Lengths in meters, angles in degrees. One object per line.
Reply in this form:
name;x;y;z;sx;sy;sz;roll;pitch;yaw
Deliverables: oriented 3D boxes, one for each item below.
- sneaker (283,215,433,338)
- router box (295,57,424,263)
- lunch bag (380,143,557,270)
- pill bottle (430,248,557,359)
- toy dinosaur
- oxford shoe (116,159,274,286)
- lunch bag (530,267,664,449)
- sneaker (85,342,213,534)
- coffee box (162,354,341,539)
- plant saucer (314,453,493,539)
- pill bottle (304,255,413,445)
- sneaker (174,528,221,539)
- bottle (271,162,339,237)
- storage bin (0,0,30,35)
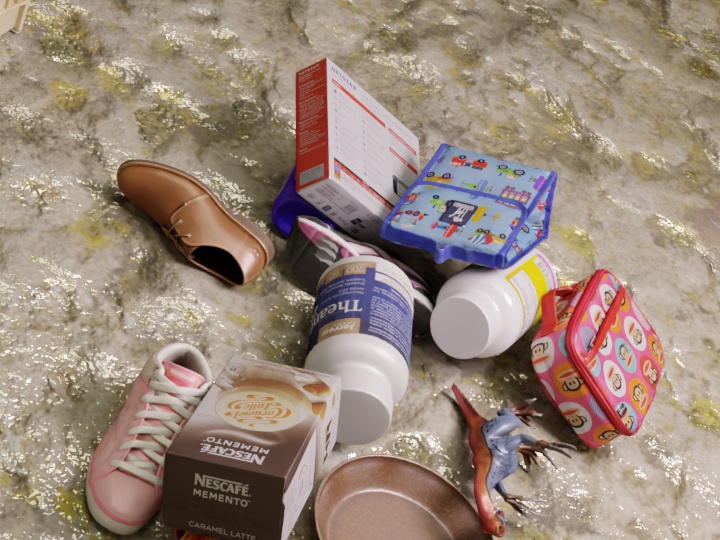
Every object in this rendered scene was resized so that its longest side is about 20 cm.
sneaker;0.000;0.000;1.715;0.200;0.080;0.086;37;31;-12
router box;0.001;-0.127;1.764;0.200;0.049;0.180;37;41;-43
lunch bag;0.123;-0.056;1.714;0.150;0.094;0.200;16;32;19
pill bottle;0.152;0.038;1.712;0.104;0.104;0.200;40;28;11
toy dinosaur;0.139;0.211;1.559;0.200;0.105;0.181;11;21;33
oxford shoe;-0.193;-0.054;1.643;0.200;0.071;0.071;33;43;1
lunch bag;0.272;0.092;1.731;0.176;0.082;0.200;54;35;-12
sneaker;-0.196;0.146;1.388;0.075;0.105;0.200;27;39;-8
coffee box;-0.097;0.164;1.365;0.114;0.080;0.200;10;24;9
plant saucer;0.041;0.272;1.460;0.200;0.037;0.201;18;39;-15
pill bottle;-0.002;0.086;1.576;0.111;0.111;0.200;21;39;-12
sneaker;-0.123;0.234;1.362;0.077;0.073;0.200;47;40;14
bottle;-0.046;-0.110;1.803;0.083;0.065;0.200;33;37;-9
storage bin;-0.481;-0.390;1.720;0.200;0.199;0.094;34;41;4
